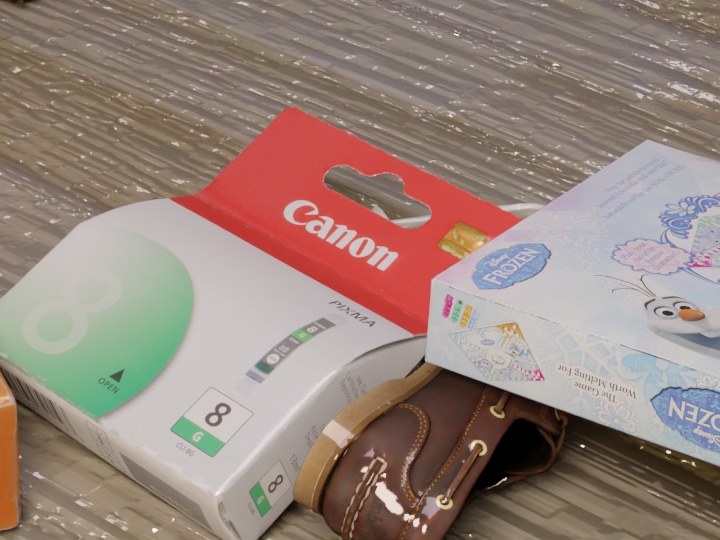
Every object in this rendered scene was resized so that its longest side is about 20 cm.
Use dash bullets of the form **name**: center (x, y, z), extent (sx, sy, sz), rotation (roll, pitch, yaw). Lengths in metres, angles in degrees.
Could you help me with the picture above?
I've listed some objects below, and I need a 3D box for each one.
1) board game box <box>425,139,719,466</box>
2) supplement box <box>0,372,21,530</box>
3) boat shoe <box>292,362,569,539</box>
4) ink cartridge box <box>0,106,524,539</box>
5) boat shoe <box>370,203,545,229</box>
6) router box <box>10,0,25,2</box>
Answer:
- **board game box**: center (0.162, 0.016, 0.968), extent (0.199, 0.044, 0.200), rotation (20, 30, 28)
- **supplement box**: center (-0.203, 0.035, 0.991), extent (0.069, 0.067, 0.200), rotation (-10, 32, -20)
- **boat shoe**: center (0.051, 0.066, 0.983), extent (0.070, 0.071, 0.200), rotation (28, 37, 20)
- **ink cartridge box**: center (-0.047, 0.006, 1.008), extent (0.161, 0.050, 0.200), rotation (28, 66, 34)
- **boat shoe**: center (0.000, 0.000, 1.089), extent (0.199, 0.066, 0.074), rotation (-9, 33, -25)
- **router box**: center (-0.222, -0.245, 1.479), extent (0.149, 0.062, 0.200), rotation (18, 32, 22)
